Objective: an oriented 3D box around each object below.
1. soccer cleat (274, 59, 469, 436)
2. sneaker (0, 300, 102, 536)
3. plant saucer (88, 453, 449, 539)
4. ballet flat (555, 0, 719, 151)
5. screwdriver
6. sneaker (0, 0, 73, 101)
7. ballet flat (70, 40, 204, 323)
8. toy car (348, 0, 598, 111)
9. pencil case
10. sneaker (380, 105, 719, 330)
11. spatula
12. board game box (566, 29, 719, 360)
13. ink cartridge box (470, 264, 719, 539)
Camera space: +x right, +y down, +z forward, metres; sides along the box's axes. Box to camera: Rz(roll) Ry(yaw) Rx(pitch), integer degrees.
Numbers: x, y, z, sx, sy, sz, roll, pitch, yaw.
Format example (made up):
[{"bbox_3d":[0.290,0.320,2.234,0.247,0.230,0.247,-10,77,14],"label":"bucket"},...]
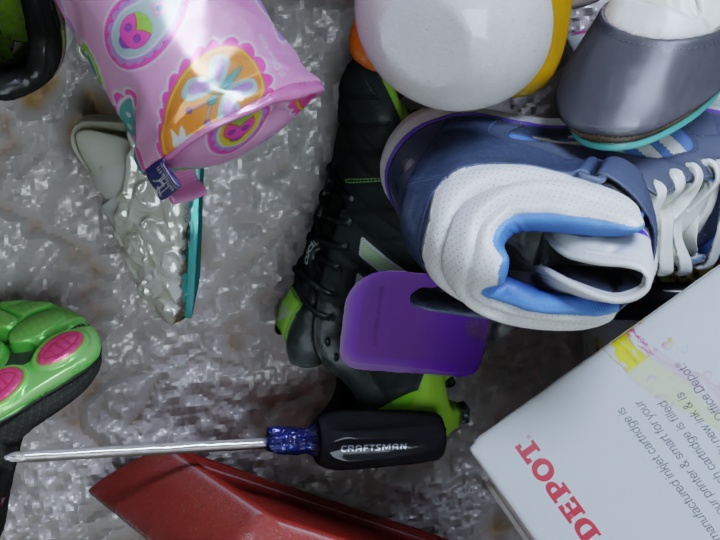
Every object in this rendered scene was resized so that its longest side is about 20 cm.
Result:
[{"bbox_3d":[0.000,0.000,1.295,0.081,0.068,0.200,-12,119,-8],"label":"soccer cleat"},{"bbox_3d":[-0.189,0.090,1.295,0.200,0.077,0.084,-42,134,10],"label":"sneaker"},{"bbox_3d":[-0.003,0.131,1.289,0.199,0.200,0.037,20,90,-21],"label":"plant saucer"},{"bbox_3d":[0.143,-0.118,1.226,0.200,0.073,0.073,-36,129,-46],"label":"ballet flat"},{"bbox_3d":[-0.057,0.075,1.277,0.200,0.028,0.029,1,136,-18],"label":"screwdriver"},{"bbox_3d":[-0.189,-0.140,1.170,0.074,0.087,0.200,-42,117,7],"label":"sneaker"},{"bbox_3d":[-0.091,-0.078,1.241,0.072,0.072,0.200,3,107,-15],"label":"ballet flat"},{"bbox_3d":[0.027,-0.171,1.188,0.150,0.175,0.200,9,118,23],"label":"toy car"},{"bbox_3d":[-0.095,-0.129,1.152,0.087,0.087,0.200,-29,85,1],"label":"pencil case"},{"bbox_3d":[0.114,-0.013,1.198,0.200,0.146,0.081,4,114,-19],"label":"sneaker"},{"bbox_3d":[0.091,0.018,1.281,0.200,0.021,0.057,-5,128,-13],"label":"spatula"},{"bbox_3d":[0.175,-0.018,1.331,0.147,0.064,0.200,-9,115,-9],"label":"board game box"},{"bbox_3d":[0.176,0.094,1.232,0.200,0.145,0.145,-34,153,0],"label":"ink cartridge box"}]
